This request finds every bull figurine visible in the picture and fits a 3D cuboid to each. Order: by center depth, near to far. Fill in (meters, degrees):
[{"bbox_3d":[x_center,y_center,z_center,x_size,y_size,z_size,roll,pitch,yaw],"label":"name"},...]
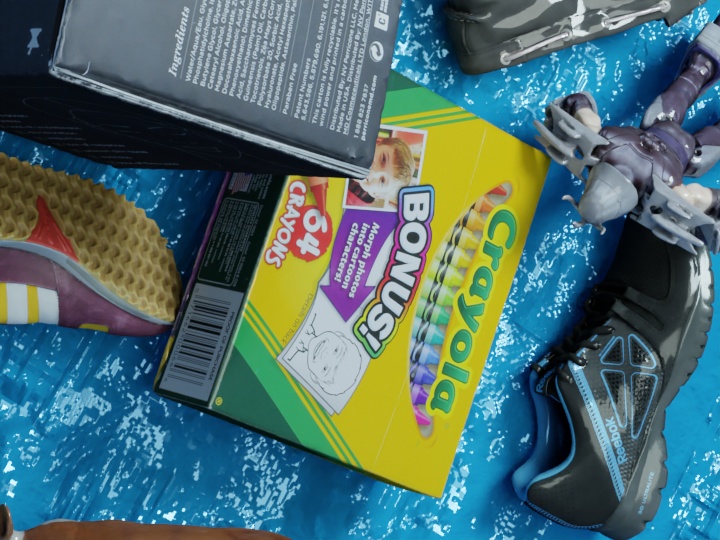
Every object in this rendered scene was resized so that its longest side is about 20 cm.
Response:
[{"bbox_3d":[-0.103,0.171,1.191,0.199,0.122,0.065,1,127,-31],"label":"bull figurine"}]

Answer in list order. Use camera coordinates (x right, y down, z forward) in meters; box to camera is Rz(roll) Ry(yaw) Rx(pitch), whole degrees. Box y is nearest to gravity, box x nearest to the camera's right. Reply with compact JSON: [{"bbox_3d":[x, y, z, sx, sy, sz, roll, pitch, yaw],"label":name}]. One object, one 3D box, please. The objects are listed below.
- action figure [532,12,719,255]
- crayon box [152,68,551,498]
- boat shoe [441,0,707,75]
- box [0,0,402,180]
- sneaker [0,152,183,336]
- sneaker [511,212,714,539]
[{"bbox_3d":[0.174,-0.069,1.293,0.130,0.069,0.200,45,48,8],"label":"action figure"},{"bbox_3d":[0.000,0.000,1.235,0.172,0.058,0.201,24,82,-39],"label":"crayon box"},{"bbox_3d":[0.139,-0.154,1.318,0.199,0.067,0.057,-11,111,-19],"label":"boat shoe"},{"bbox_3d":[-0.118,-0.125,1.097,0.196,0.199,0.125,14,84,-45],"label":"box"},{"bbox_3d":[-0.179,-0.005,1.179,0.200,0.090,0.075,27,41,-43],"label":"sneaker"},{"bbox_3d":[0.144,0.050,1.315,0.081,0.073,0.201,14,85,-22],"label":"sneaker"}]
